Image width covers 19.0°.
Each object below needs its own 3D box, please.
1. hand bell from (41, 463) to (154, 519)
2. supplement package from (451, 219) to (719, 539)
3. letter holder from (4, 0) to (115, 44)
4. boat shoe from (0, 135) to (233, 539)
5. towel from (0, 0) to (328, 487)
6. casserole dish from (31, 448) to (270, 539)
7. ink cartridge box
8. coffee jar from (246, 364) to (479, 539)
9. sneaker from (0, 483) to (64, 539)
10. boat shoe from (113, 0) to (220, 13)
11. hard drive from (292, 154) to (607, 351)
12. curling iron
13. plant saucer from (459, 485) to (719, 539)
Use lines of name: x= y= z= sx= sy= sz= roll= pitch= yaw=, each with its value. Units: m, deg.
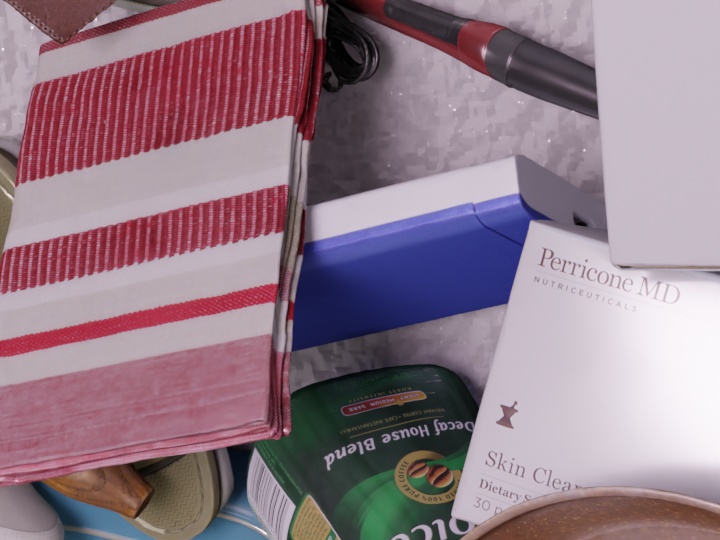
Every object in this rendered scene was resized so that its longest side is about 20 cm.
hand bell: x=-0.176 y=0.047 z=0.930 sx=0.200 sy=0.104 sz=0.104 roll=33 pitch=115 yaw=9
supplement package: x=0.161 y=0.062 z=0.777 sx=0.199 sy=0.156 sz=0.111 roll=16 pitch=95 yaw=23
letter holder: x=-0.090 y=-0.205 z=0.804 sx=0.200 sy=0.142 sz=0.101 roll=-38 pitch=65 yaw=7
boat shoe: x=-0.114 y=0.025 z=0.970 sx=0.075 sy=0.068 sz=0.200 roll=-31 pitch=91 yaw=26
towel: x=-0.082 y=-0.017 z=0.846 sx=0.144 sy=0.023 sz=0.201 roll=-11 pitch=59 yaw=29
casserole dish: x=-0.095 y=0.140 z=1.017 sx=0.199 sy=0.039 sz=0.122 roll=12 pitch=110 yaw=20
ink cartridge box: x=0.147 y=-0.095 z=0.752 sx=0.084 sy=0.200 sz=0.146 roll=0 pitch=106 yaw=24
coffee jar: x=0.036 y=0.132 z=0.870 sx=0.200 sy=0.104 sz=0.086 roll=57 pitch=145 yaw=40
sneaker: x=-0.205 y=0.066 z=0.998 sx=0.200 sy=0.076 sz=0.081 roll=40 pitch=110 yaw=26
boat shoe: x=-0.096 y=-0.150 z=0.902 sx=0.201 sy=0.072 sz=0.060 roll=5 pitch=151 yaw=23
hard drive: x=0.000 y=0.000 z=0.885 sx=0.199 sy=0.132 sz=0.025 roll=-13 pitch=73 yaw=25
curling iron: x=0.053 y=-0.079 z=0.882 sx=0.199 sy=0.026 sz=0.050 roll=17 pitch=103 yaw=24
plant saucer: x=0.107 y=0.157 z=0.715 sx=0.200 sy=0.037 sz=0.201 roll=11 pitch=115 yaw=25
